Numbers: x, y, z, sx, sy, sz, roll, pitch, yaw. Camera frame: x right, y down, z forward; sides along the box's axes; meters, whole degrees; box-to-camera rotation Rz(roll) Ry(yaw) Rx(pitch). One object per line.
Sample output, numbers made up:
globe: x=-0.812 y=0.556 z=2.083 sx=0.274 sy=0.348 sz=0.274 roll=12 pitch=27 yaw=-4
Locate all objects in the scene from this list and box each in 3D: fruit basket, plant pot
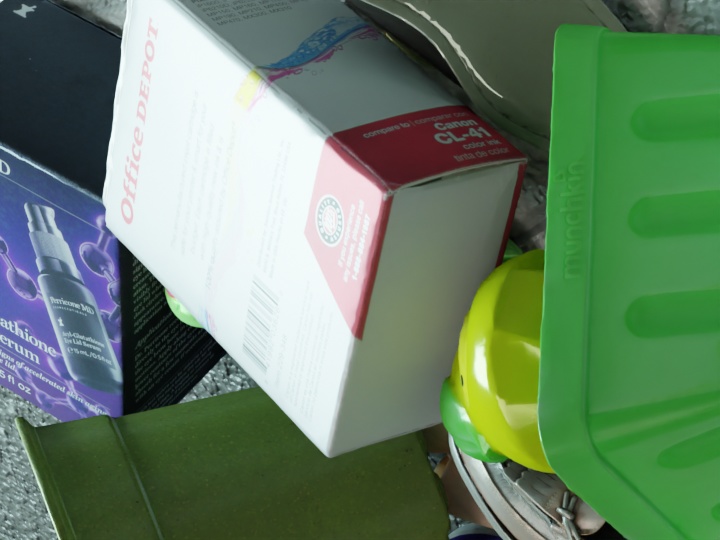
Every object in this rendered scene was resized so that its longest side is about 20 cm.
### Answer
fruit basket: x=0.101 y=0.019 z=1.076 sx=0.215 sy=0.217 sz=0.155 roll=10 pitch=158 yaw=38
plant pot: x=-0.055 y=0.137 z=1.344 sx=0.200 sy=0.189 sz=0.201 roll=160 pitch=90 yaw=-82

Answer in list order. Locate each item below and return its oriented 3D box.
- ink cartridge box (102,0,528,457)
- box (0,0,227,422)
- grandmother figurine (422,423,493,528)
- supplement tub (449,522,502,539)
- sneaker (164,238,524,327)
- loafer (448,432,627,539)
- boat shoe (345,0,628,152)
ink cartridge box: x=-0.027 y=-0.036 z=1.188 sx=0.200 sy=0.085 sz=0.148 roll=45 pitch=136 yaw=38
box: x=-0.152 y=-0.025 z=1.394 sx=0.147 sy=0.104 sz=0.201 roll=28 pitch=141 yaw=22
grandmother figurine: x=0.126 y=0.128 z=1.321 sx=0.199 sy=0.061 sz=0.122 roll=21 pitch=147 yaw=32
supplement tub: x=0.052 y=0.246 z=1.385 sx=0.145 sy=0.200 sz=0.146 roll=25 pitch=141 yaw=23
sneaker: x=0.000 y=0.000 z=1.313 sx=0.199 sy=0.084 sz=0.077 roll=5 pitch=89 yaw=25
loafer: x=0.126 y=0.127 z=1.239 sx=0.200 sy=0.072 sz=0.063 roll=49 pitch=144 yaw=8
boat shoe: x=0.047 y=-0.120 z=1.148 sx=0.201 sy=0.072 sz=0.061 roll=35 pitch=-171 yaw=-7
